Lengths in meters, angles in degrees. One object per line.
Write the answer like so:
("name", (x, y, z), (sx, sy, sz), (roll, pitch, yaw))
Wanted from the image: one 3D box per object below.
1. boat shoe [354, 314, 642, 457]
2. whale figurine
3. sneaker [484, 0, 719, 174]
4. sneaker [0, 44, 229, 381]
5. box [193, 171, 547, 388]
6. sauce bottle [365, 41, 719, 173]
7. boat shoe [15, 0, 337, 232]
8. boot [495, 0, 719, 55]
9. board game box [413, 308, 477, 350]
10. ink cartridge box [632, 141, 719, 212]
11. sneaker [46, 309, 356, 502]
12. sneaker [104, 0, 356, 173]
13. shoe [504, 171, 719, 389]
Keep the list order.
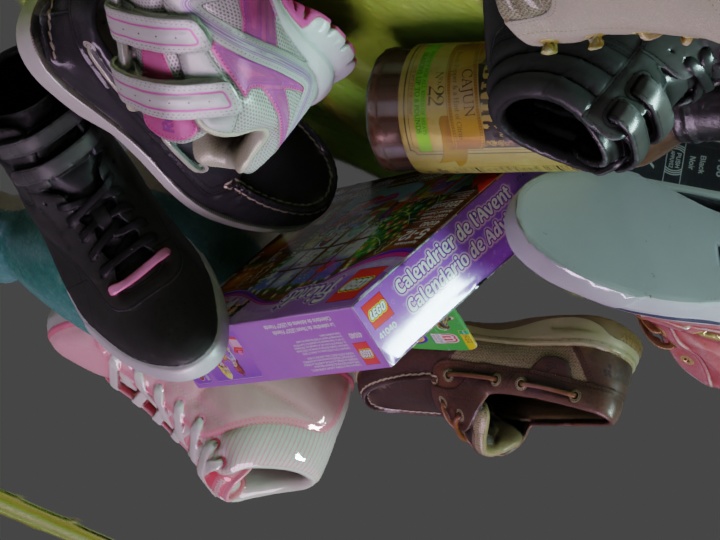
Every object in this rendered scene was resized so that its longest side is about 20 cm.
("boat shoe", (0.075, 0.075, 1.639), (0.199, 0.072, 0.072), (-6, 151, 35))
("whale figurine", (-0.143, -0.001, 1.524), (0.199, 0.104, 0.159), (4, 151, 24))
("sneaker", (0.145, -0.086, 1.183), (0.198, 0.100, 0.071), (5, 154, 13))
("sneaker", (-0.137, -0.033, 1.378), (0.070, 0.200, 0.099), (-34, 150, -3))
("box", (0.000, 0.000, 1.389), (0.039, 0.137, 0.200), (56, 151, -14))
("sauce bottle", (0.101, -0.079, 1.289), (0.199, 0.065, 0.065), (-2, 154, 25))
("boat shoe", (-0.078, -0.082, 1.360), (0.200, 0.074, 0.060), (38, 151, -31))
("boot", (0.141, -0.105, 1.089), (0.154, 0.072, 0.200), (-7, 132, 42))
("board game box", (-0.034, 0.014, 1.612), (0.199, 0.030, 0.096), (6, 157, 21))
("ink cartridge box", (0.182, -0.030, 1.392), (0.198, 0.039, 0.100), (9, 156, 5))
("sneaker", (-0.107, 0.083, 1.707), (0.199, 0.105, 0.075), (12, 159, 1))
("sneaker", (-0.075, -0.107, 1.251), (0.081, 0.089, 0.200), (16, 163, 37))
("shoe", (0.153, 0.011, 1.345), (0.199, 0.072, 0.091), (10, 148, -16))
